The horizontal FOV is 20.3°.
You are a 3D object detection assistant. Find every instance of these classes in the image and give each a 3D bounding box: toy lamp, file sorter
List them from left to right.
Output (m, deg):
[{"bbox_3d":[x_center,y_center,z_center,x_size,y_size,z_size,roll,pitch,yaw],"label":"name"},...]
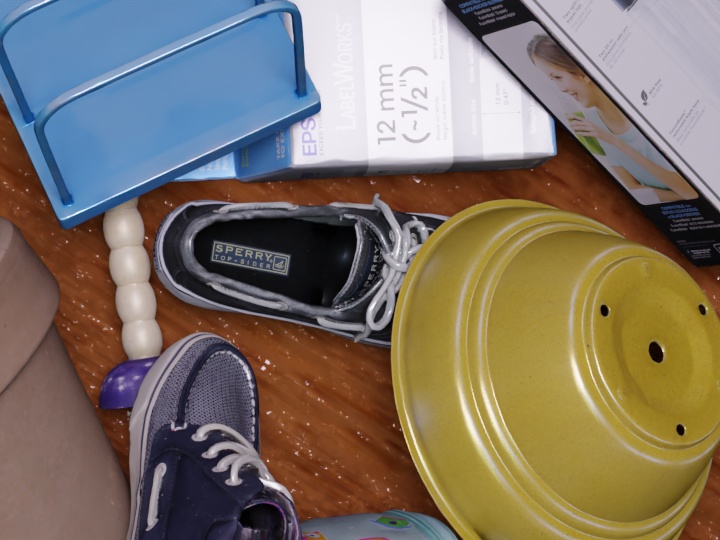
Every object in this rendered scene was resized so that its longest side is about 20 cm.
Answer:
[{"bbox_3d":[-0.123,-0.152,0.934,0.138,0.123,0.201,-25,74,-7],"label":"file sorter"},{"bbox_3d":[-0.121,-0.034,1.010,0.058,0.058,0.202,-7,92,-4],"label":"toy lamp"}]

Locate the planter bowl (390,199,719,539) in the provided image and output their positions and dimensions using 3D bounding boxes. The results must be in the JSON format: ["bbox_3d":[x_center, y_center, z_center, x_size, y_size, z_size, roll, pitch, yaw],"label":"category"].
[{"bbox_3d":[0.117,0.048,0.958,0.199,0.083,0.202,15,64,-32],"label":"planter bowl"}]

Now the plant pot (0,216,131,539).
[{"bbox_3d":[-0.193,0.104,0.949,0.200,0.200,0.175,-37,109,-4],"label":"plant pot"}]

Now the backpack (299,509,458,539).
[{"bbox_3d":[0.010,0.212,0.954,0.152,0.176,0.202,-11,88,-19],"label":"backpack"}]

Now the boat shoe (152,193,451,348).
[{"bbox_3d":[0.000,-0.003,0.990,0.198,0.068,0.074,13,84,-20],"label":"boat shoe"}]

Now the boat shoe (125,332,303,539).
[{"bbox_3d":[-0.060,0.102,0.918,0.074,0.092,0.201,32,46,-30],"label":"boat shoe"}]

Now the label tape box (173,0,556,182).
[{"bbox_3d":[-0.005,-0.121,1.014,0.198,0.066,0.145,-3,89,-6],"label":"label tape box"}]

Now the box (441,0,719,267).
[{"bbox_3d":[0.148,-0.110,0.985,0.200,0.060,0.117,43,70,-20],"label":"box"}]
